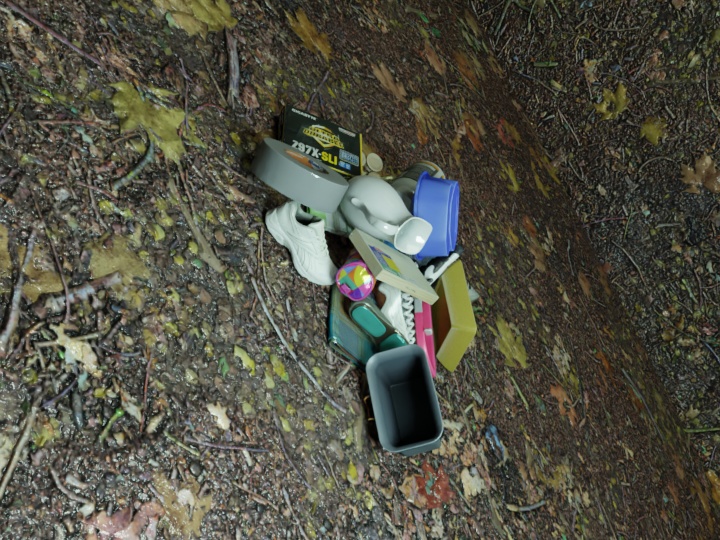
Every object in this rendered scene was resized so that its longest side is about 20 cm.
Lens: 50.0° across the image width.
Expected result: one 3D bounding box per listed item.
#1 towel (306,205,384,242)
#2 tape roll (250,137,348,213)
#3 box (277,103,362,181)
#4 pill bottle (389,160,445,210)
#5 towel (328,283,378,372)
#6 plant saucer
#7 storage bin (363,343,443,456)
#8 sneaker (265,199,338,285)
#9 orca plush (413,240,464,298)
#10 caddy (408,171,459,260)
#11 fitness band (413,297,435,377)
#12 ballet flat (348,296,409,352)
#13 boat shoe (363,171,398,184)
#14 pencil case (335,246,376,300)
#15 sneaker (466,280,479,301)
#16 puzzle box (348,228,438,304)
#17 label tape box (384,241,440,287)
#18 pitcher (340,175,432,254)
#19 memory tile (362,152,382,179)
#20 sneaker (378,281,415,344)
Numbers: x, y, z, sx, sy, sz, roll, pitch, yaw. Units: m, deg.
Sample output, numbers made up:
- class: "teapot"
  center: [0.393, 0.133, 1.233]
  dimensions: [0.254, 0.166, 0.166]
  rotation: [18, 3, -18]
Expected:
- class: "towel"
  center: [-0.040, -0.138, 1.747]
  dimensions: [0.198, 0.031, 0.151]
  rotation: [14, 53, -32]
- class: "tape roll"
  center: [-0.124, -0.195, 1.580]
  dimensions: [0.199, 0.067, 0.200]
  rotation: [29, 13, -7]
- class: "box"
  center: [-0.092, -0.280, 1.755]
  dimensions: [0.198, 0.049, 0.161]
  rotation: [19, 47, -21]
- class: "pill bottle"
  center: [0.126, -0.184, 1.876]
  dimensions: [0.117, 0.116, 0.200]
  rotation: [55, 37, -7]
- class: "towel"
  center: [-0.012, 0.107, 1.619]
  dimensions: [0.146, 0.022, 0.201]
  rotation: [40, 35, -32]
- class: "plant saucer"
  center: [0.206, 0.108, 1.826]
  dimensions: [0.048, 0.201, 0.202]
  rotation: [2, 54, -12]
- class: "storage bin"
  center: [0.088, 0.274, 1.529]
  dimensions: [0.135, 0.144, 0.202]
  rotation: [63, 13, -59]
- class: "sneaker"
  center: [-0.100, -0.057, 1.553]
  dimensions: [0.200, 0.099, 0.078]
  rotation: [50, 31, -16]
- class: "orca plush"
  center: [0.152, -0.003, 1.820]
  dimensions: [0.071, 0.200, 0.105]
  rotation: [46, 12, 5]
- class: "caddy"
  center: [0.159, -0.122, 1.742]
  dimensions: [0.141, 0.104, 0.203]
  rotation: [-32, 125, -69]
- class: "fitness band"
  center: [0.148, 0.147, 1.742]
  dimensions: [0.201, 0.037, 0.145]
  rotation: [-87, 168, -49]
- class: "ballet flat"
  center: [0.050, 0.128, 1.614]
  dimensions: [0.200, 0.067, 0.064]
  rotation: [50, 18, -18]
- class: "boat shoe"
  center: [0.046, -0.200, 1.942]
  dimensions: [0.199, 0.073, 0.063]
  rotation: [1, 68, -44]
- class: "pencil case"
  center: [0.000, 0.000, 1.618]
  dimensions: [0.089, 0.088, 0.200]
  rotation: [55, 13, -6]
- class: "sneaker"
  center: [0.242, 0.059, 2.006]
  dimensions: [0.088, 0.075, 0.200]
  rotation: [57, 18, 10]
- class: "puzzle box"
  center: [0.070, -0.007, 1.600]
  dimensions: [0.199, 0.025, 0.134]
  rotation: [26, 24, -45]
- class: "label tape box"
  center: [0.111, -0.057, 1.908]
  dimensions: [0.199, 0.066, 0.144]
  rotation: [29, 41, -29]
- class: "pitcher"
  center: [0.033, -0.125, 1.643]
  dimensions: [0.200, 0.122, 0.171]
  rotation: [40, 14, 32]
- class: "memory tile"
  center: [-0.008, -0.204, 1.836]
  dimensions: [0.152, 0.017, 0.202]
  rotation: [15, 62, -32]
- class: "sneaker"
  center: [0.080, 0.116, 1.695]
  dimensions: [0.075, 0.080, 0.203]
  rotation: [124, -38, -87]
